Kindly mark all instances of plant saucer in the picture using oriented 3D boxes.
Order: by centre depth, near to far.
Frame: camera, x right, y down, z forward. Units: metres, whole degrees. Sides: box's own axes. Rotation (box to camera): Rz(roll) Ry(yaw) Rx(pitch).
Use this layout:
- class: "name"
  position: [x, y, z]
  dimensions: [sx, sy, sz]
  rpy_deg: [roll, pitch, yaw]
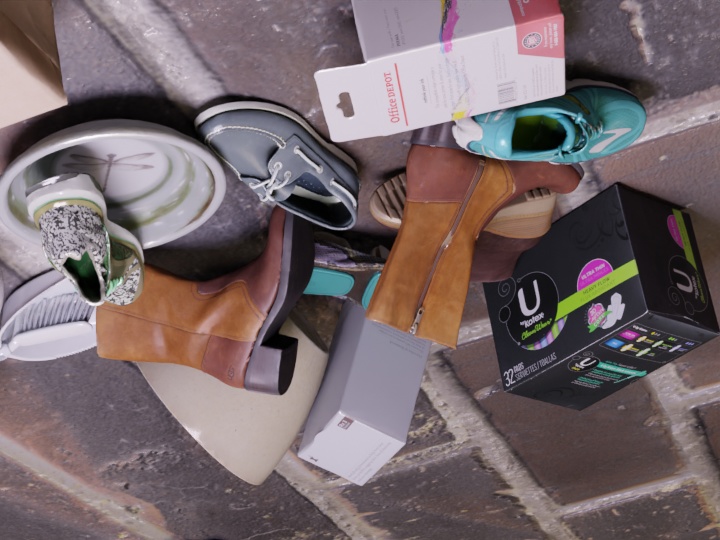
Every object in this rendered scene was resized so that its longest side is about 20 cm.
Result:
- class: "plant saucer"
  position: [-0.216, -0.082, 1.422]
  dimensions: [0.198, 0.051, 0.201]
  rpy_deg: [-8, 152, -4]

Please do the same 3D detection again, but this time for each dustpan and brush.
- class: "dustpan and brush"
  position: [-0.335, 0.064, 1.645]
  dimensions: [0.198, 0.058, 0.140]
  rpy_deg: [-15, 153, 8]

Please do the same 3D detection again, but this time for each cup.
- class: "cup"
  position: [-0.116, 0.095, 1.677]
  dimensions: [0.143, 0.201, 0.200]
  rpy_deg: [-42, 147, 3]

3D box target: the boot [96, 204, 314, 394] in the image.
- class: "boot"
  position: [-0.149, 0.009, 1.557]
  dimensions: [0.198, 0.190, 0.068]
  rpy_deg: [13, -163, 17]

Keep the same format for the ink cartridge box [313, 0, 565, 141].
- class: "ink cartridge box"
  position: [0.061, -0.176, 1.324]
  dimensions: [0.198, 0.068, 0.117]
  rpy_deg: [-13, 152, 1]

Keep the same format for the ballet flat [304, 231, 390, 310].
- class: "ballet flat"
  position: [0.000, 0.000, 1.625]
  dimensions: [0.199, 0.073, 0.072]
  rpy_deg: [15, 145, -20]

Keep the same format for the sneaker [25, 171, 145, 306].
- class: "sneaker"
  position: [-0.236, -0.001, 1.417]
  dimensions: [0.076, 0.089, 0.200]
  rpy_deg: [-14, 153, 6]

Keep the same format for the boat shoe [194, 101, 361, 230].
- class: "boat shoe"
  position: [-0.067, -0.090, 1.447]
  dimensions: [0.072, 0.062, 0.199]
  rpy_deg: [-26, 149, 28]

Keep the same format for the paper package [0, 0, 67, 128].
- class: "paper package"
  position: [-0.336, -0.167, 1.162]
  dimensions: [0.199, 0.104, 0.191]
  rpy_deg: [-18, 152, 12]

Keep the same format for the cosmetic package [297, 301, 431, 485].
- class: "cosmetic package"
  position: [0.012, 0.103, 1.680]
  dimensions: [0.081, 0.201, 0.113]
  rpy_deg: [24, 144, -12]

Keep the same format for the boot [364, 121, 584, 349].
- class: "boot"
  position: [0.107, -0.027, 1.476]
  dimensions: [0.187, 0.202, 0.068]
  rpy_deg: [14, 179, -39]

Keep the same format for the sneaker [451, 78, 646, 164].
- class: "sneaker"
  position: [0.173, -0.119, 1.419]
  dimensions: [0.199, 0.080, 0.078]
  rpy_deg: [-8, 113, -33]

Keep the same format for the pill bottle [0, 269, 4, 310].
- class: "pill bottle"
  position: [-0.416, 0.000, 1.440]
  dimensions: [0.112, 0.113, 0.200]
  rpy_deg: [-23, 151, 22]

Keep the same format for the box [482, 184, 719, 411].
- class: "box"
  position: [0.244, 0.033, 1.695]
  dimensions: [0.124, 0.150, 0.200]
  rpy_deg: [15, 143, -39]

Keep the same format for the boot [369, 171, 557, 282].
- class: "boot"
  position: [0.087, -0.030, 1.603]
  dimensions: [0.198, 0.073, 0.167]
  rpy_deg: [-4, 150, -20]
